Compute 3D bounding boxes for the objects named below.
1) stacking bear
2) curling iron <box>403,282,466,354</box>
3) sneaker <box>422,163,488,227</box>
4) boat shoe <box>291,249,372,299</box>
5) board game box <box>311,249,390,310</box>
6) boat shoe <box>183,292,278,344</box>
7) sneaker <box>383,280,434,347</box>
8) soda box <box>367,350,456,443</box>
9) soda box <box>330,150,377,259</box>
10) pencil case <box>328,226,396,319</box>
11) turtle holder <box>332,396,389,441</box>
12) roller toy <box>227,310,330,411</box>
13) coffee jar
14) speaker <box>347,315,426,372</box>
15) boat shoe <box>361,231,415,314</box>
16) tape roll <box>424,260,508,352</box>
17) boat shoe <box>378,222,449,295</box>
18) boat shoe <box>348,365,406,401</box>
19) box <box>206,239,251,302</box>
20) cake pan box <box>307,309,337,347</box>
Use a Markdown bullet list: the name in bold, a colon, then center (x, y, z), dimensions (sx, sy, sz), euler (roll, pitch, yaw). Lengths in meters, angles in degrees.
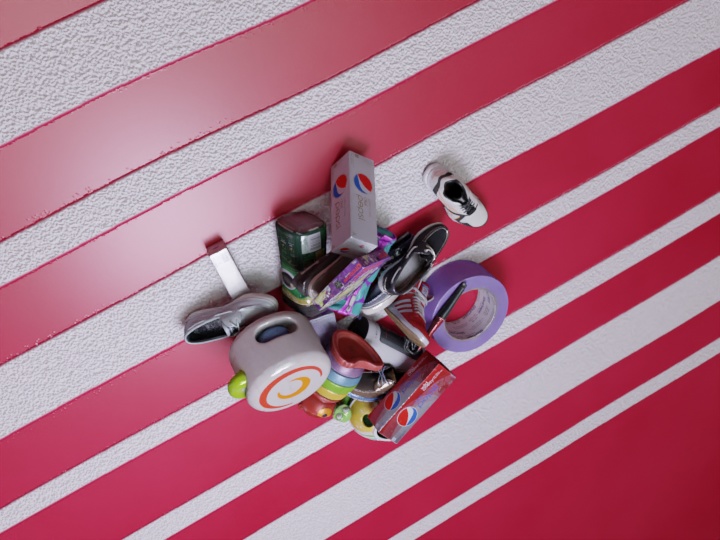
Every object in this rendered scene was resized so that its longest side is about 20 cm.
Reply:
- **stacking bear**: center (-0.061, 0.236, 1.598), dimensions (0.121, 0.114, 0.200), euler (11, 122, -39)
- **curling iron**: center (0.167, 0.106, 1.639), dimensions (0.200, 0.026, 0.050), euler (-48, 128, 5)
- **sneaker**: center (0.212, -0.146, 1.596), dimensions (0.200, 0.080, 0.074), euler (35, 97, -36)
- **boat shoe**: center (-0.052, -0.017, 1.451), dimensions (0.200, 0.057, 0.067), euler (-39, 139, -37)
- **board game box**: center (-0.014, 0.015, 1.424), dimensions (0.032, 0.200, 0.120), euler (44, 106, 8)
- **boat shoe**: center (-0.258, 0.105, 1.479), dimensions (0.200, 0.072, 0.070), euler (-16, 125, 10)
- **sneaker**: center (0.123, 0.081, 1.602), dimensions (0.112, 0.200, 0.071), euler (-36, 124, -5)
- **soda box**: center (0.111, 0.276, 1.628), dimensions (0.200, 0.063, 0.070), euler (-49, 124, 2)
- **soda box**: center (-0.013, -0.125, 1.431), dimensions (0.063, 0.201, 0.068), euler (18, 146, -32)
- **pencil case**: center (0.000, 0.000, 1.567), dimensions (0.085, 0.092, 0.201), euler (19, 106, -22)
- **turtle holder**: center (0.031, 0.320, 1.728), dimensions (0.141, 0.132, 0.185), euler (-44, 125, 3)
- **roller toy**: center (-0.161, 0.176, 1.483), dimensions (0.182, 0.140, 0.200), euler (-43, 148, 18)
- **coffee jar**: center (-0.114, -0.010, 1.501), dimensions (0.085, 0.104, 0.201), euler (-21, 125, -32)
- **speaker**: center (0.060, 0.177, 1.698), dimensions (0.200, 0.081, 0.081), euler (30, 101, -33)
- **boat shoe**: center (0.062, 0.001, 1.616), dimensions (0.200, 0.075, 0.093), euler (-41, 119, -9)
- **tape roll**: center (0.235, 0.083, 1.725), dimensions (0.199, 0.085, 0.201), euler (-11, 120, -20)
- **boat shoe**: center (0.122, -0.023, 1.561), dimensions (0.200, 0.060, 0.074), euler (-41, 113, -16)
- **boat shoe**: center (0.055, 0.248, 1.675), dimensions (0.199, 0.072, 0.073), euler (5, 139, -22)
- **box**: center (-0.250, 0.031, 1.501), dimensions (0.041, 0.039, 0.201), euler (-27, 124, -5)
- **cake pan box**: center (-0.133, 0.185, 1.631), dimensions (0.199, 0.052, 0.185), euler (-19, 125, -14)
